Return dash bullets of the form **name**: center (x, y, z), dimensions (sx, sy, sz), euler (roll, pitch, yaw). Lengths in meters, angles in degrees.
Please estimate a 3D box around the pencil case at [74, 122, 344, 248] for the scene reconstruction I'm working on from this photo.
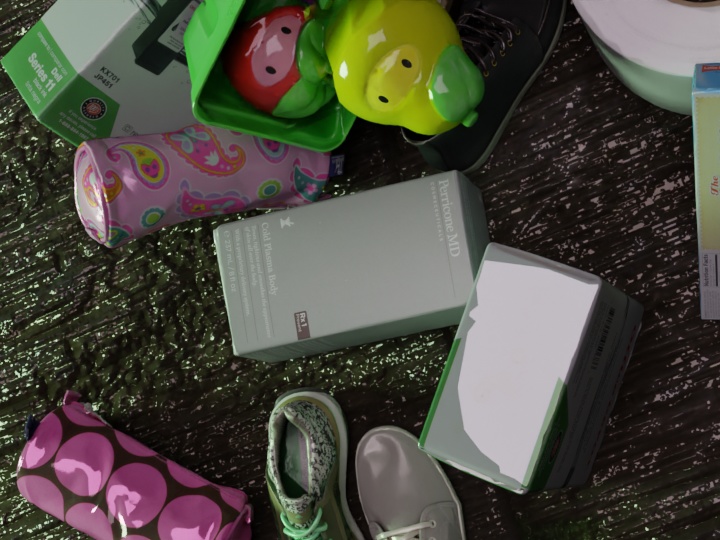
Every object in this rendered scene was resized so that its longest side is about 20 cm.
- **pencil case**: center (-0.117, -0.074, 1.119), dimensions (0.198, 0.087, 0.088), euler (-13, 78, -25)

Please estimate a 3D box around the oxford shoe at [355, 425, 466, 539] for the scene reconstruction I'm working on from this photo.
- **oxford shoe**: center (0.044, 0.212, 1.101), dimensions (0.075, 0.058, 0.202), euler (-20, 77, 16)

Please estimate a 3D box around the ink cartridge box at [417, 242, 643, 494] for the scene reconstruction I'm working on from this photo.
- **ink cartridge box**: center (0.125, 0.071, 1.017), dimensions (0.082, 0.200, 0.148), euler (19, 89, 20)

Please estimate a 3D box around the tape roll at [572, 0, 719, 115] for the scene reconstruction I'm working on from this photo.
- **tape roll**: center (0.248, -0.221, 1.041), dimensions (0.201, 0.139, 0.205), euler (-2, 85, 17)

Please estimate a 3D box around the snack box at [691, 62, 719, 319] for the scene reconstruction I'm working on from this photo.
- **snack box**: center (0.287, -0.049, 0.996), dimensions (0.115, 0.201, 0.037), euler (2, 42, 17)

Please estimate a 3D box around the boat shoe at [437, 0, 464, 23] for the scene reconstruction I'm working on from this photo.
- **boat shoe**: center (0.055, -0.236, 1.137), dimensions (0.063, 0.073, 0.202), euler (21, 98, 13)

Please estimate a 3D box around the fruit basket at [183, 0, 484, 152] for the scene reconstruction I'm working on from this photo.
- **fruit basket**: center (-0.012, -0.168, 1.014), dimensions (0.215, 0.155, 0.218), euler (-15, 70, 49)

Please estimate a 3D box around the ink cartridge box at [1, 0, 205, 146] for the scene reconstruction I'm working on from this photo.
- **ink cartridge box**: center (-0.151, -0.179, 1.137), dimensions (0.200, 0.146, 0.083), euler (-45, 51, 8)

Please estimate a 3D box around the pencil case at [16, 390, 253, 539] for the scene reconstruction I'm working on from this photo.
- **pencil case**: center (-0.174, 0.178, 1.158), dimensions (0.199, 0.091, 0.094), euler (26, 79, 15)

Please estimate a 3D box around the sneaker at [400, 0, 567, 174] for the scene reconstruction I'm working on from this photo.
- **sneaker**: center (0.096, -0.171, 1.098), dimensions (0.074, 0.106, 0.202), euler (22, 91, 18)

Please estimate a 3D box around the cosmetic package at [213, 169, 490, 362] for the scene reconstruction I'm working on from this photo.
- **cosmetic package**: center (0.000, 0.000, 1.121), dimensions (0.198, 0.090, 0.108), euler (-15, 78, 18)

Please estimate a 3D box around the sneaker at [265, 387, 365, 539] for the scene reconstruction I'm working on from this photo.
- **sneaker**: center (-0.043, 0.189, 1.112), dimensions (0.076, 0.089, 0.202), euler (-14, 81, 15)
